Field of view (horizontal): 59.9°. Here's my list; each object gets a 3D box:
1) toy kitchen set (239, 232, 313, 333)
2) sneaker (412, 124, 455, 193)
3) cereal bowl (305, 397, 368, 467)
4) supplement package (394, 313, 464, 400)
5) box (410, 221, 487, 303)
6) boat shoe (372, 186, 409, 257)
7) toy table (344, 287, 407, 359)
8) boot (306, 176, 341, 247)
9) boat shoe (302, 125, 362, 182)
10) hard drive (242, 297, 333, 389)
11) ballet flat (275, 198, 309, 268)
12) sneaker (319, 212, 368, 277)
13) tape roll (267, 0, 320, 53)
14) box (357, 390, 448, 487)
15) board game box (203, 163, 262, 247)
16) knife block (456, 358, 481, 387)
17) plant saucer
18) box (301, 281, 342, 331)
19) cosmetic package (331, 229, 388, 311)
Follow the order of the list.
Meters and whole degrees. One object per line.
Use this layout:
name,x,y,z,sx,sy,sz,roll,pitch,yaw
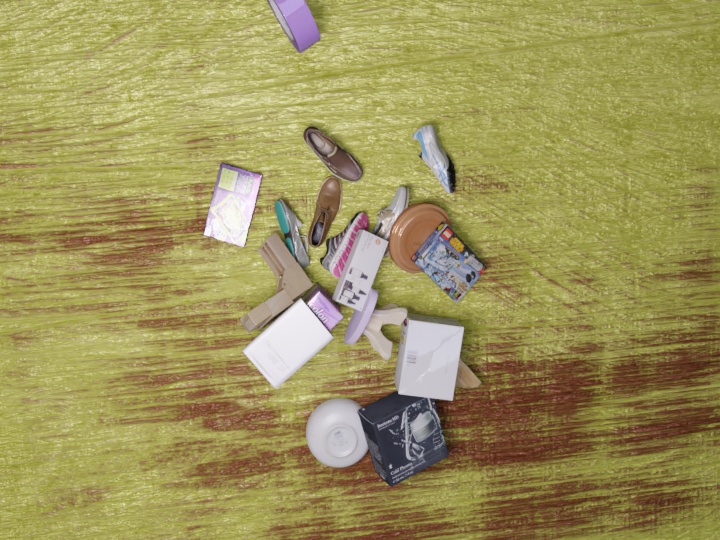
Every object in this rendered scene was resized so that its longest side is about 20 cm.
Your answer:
toy kitchen set,-0.273,0.048,1.698,0.199,0.163,0.182,-35,87,-31
sneaker,0.208,-0.304,1.736,0.071,0.072,0.203,-18,108,32
cereal bowl,-0.059,0.476,1.797,0.195,0.083,0.205,-1,98,-5
supplement package,0.184,0.233,1.710,0.152,0.111,0.205,8,96,-4
box,0.250,-0.021,1.751,0.137,0.040,0.200,-47,119,1
boat shoe,0.078,-0.142,1.734,0.067,0.075,0.204,18,96,-13
toy table,0.042,0.147,1.723,0.115,0.200,0.187,22,56,-10
boot,-0.096,-0.159,1.716,0.072,0.075,0.204,17,94,-5
boat shoe,-0.076,-0.311,1.697,0.201,0.075,0.075,37,93,-9
hard drive,-0.184,0.186,1.598,0.199,0.027,0.132,-41,98,1
ballet flat,-0.184,-0.103,1.729,0.063,0.067,0.204,-18,100,-30
sneaker,-0.050,-0.080,1.729,0.074,0.086,0.202,45,68,-50
tape roll,-0.179,-0.658,1.580,0.065,0.200,0.202,-32,99,-1
box,0.120,0.457,1.758,0.197,0.124,0.200,-22,103,-19
board game box,-0.349,-0.179,1.714,0.118,0.032,0.204,16,96,-3
knife block,0.250,0.242,1.804,0.195,0.064,0.180,2,98,-5
plant saucer,0.170,-0.087,1.733,0.196,0.032,0.204,-9,115,-20
box,-0.152,0.146,1.698,0.097,0.176,0.200,44,91,-9
cosmetic package,0.000,0.000,1.681,0.081,0.051,0.204,22,86,-19
